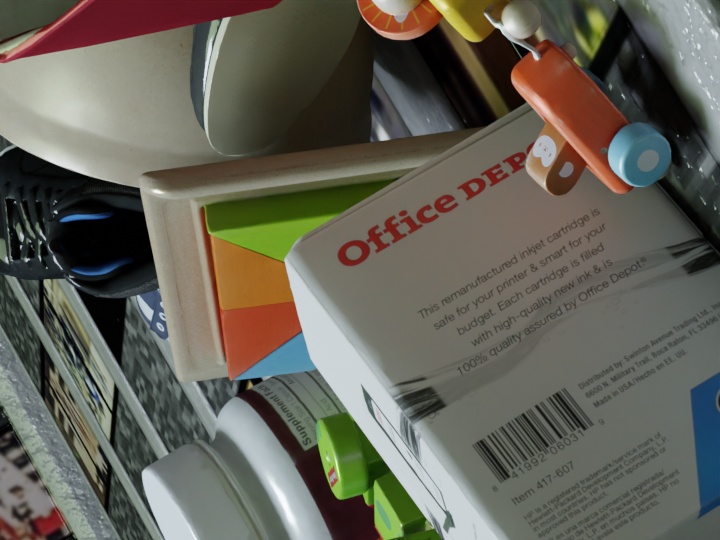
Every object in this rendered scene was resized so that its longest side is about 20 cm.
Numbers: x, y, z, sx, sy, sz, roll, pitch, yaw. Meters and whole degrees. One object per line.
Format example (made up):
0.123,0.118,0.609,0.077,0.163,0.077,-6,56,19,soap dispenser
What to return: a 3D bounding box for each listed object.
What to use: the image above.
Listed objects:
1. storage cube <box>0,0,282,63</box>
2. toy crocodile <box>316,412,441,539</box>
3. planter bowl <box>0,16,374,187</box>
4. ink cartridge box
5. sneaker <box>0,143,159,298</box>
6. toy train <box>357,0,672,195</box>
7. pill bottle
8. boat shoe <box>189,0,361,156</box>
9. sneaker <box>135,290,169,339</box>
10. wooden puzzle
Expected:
-0.057,-0.195,0.944,0.172,0.200,0.179,60,-149,6,storage cube
0.030,0.115,1.249,0.062,0.067,0.201,87,163,-48,toy crocodile
-0.083,-0.139,1.301,0.200,0.199,0.136,45,132,50,planter bowl
0.082,0.045,1.095,0.200,0.145,0.085,53,166,34,ink cartridge box
-0.141,-0.026,1.316,0.199,0.112,0.074,-5,101,29,sneaker
0.037,-0.097,1.086,0.150,0.056,0.200,43,-176,-39,toy train
-0.002,0.095,1.380,0.114,0.199,0.114,55,165,23,pill bottle
-0.036,-0.147,1.184,0.063,0.073,0.203,39,125,38,boat shoe
-0.087,0.004,1.544,0.200,0.070,0.109,47,158,52,sneaker
0.000,0.000,1.238,0.200,0.183,0.037,86,175,-62,wooden puzzle
